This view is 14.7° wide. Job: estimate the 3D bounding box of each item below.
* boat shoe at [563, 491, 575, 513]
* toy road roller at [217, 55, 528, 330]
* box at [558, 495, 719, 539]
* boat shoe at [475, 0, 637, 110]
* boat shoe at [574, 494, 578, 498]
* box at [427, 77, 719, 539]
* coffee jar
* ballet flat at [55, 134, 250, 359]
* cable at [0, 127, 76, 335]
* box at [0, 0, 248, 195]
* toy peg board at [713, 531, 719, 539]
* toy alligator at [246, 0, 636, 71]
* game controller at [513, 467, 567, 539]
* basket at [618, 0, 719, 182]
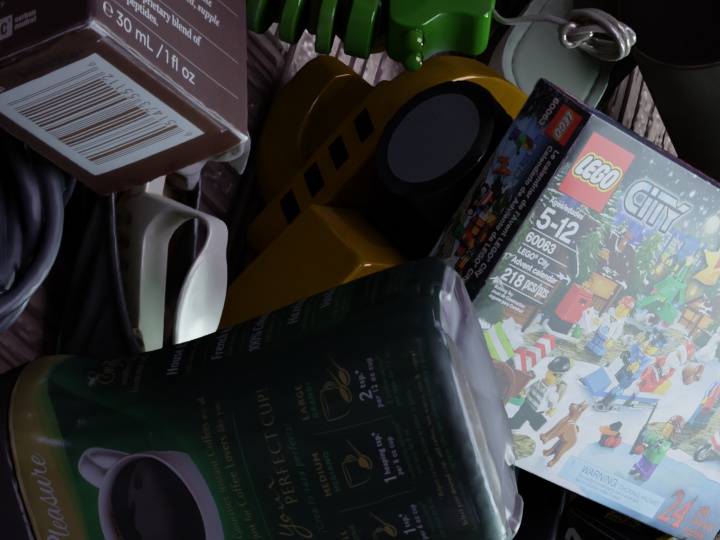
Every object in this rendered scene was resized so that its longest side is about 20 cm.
[{"bbox_3d":[0.069,0.069,1.264,0.070,0.070,0.201,32,60,-53],"label":"boat shoe"},{"bbox_3d":[0.000,0.000,1.161,0.200,0.146,0.123,-47,132,-1],"label":"toy road roller"},{"bbox_3d":[0.133,0.160,1.294,0.200,0.049,0.161,-18,131,-56],"label":"box"},{"bbox_3d":[0.101,-0.112,1.349,0.072,0.061,0.201,46,41,-2],"label":"boat shoe"},{"bbox_3d":[0.112,0.051,1.329,0.063,0.071,0.201,40,58,-29],"label":"boat shoe"},{"bbox_3d":[0.108,0.023,1.123,0.199,0.038,0.137,25,101,-42],"label":"box"},{"bbox_3d":[-0.049,0.069,0.992,0.085,0.199,0.105,-72,147,-71],"label":"coffee jar"},{"bbox_3d":[-0.076,-0.029,1.073,0.068,0.068,0.202,12,75,-53],"label":"ballet flat"},{"bbox_3d":[-0.169,-0.054,0.971,0.200,0.051,0.164,22,60,-56],"label":"cable"},{"bbox_3d":[-0.095,-0.141,1.022,0.100,0.075,0.201,35,43,-50],"label":"box"},{"bbox_3d":[0.167,0.225,1.259,0.200,0.098,0.200,-35,147,-41],"label":"toy peg board"},{"bbox_3d":[0.009,-0.105,1.115,0.059,0.199,0.054,96,15,-57],"label":"toy alligator"},{"bbox_3d":[0.045,0.050,1.212,0.042,0.104,0.201,107,-5,-69],"label":"game controller"},{"bbox_3d":[0.215,-0.083,1.331,0.200,0.180,0.136,45,17,-42],"label":"basket"}]
